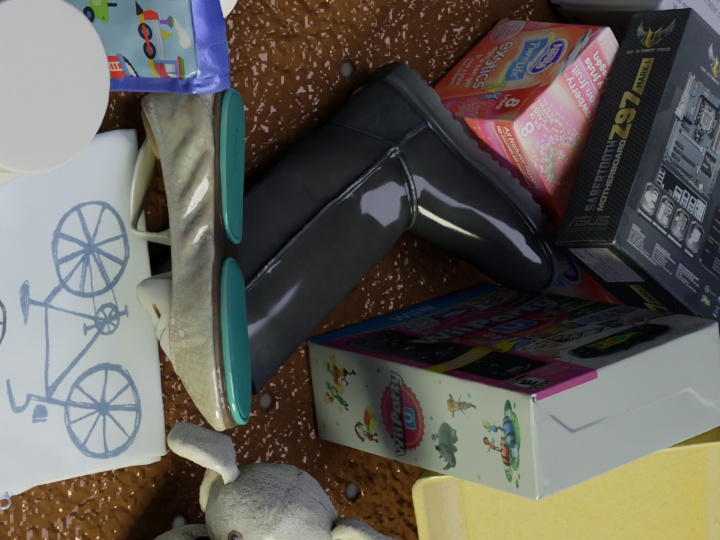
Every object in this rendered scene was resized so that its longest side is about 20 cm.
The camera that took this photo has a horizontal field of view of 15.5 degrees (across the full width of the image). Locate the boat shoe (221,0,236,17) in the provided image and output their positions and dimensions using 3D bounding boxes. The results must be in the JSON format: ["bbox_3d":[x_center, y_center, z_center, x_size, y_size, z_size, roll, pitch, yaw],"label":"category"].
[{"bbox_3d":[-0.103,-0.231,1.401,0.068,0.072,0.201,-10,103,-49],"label":"boat shoe"}]

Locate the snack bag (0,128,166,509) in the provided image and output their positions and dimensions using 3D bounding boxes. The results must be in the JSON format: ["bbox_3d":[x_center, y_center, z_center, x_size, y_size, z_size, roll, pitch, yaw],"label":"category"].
[{"bbox_3d":[-0.193,0.031,1.406,0.199,0.021,0.190,-13,103,-37],"label":"snack bag"}]

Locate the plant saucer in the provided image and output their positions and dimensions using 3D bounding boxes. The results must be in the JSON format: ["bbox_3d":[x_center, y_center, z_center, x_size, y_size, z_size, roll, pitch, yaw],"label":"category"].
[{"bbox_3d":[0.134,0.150,1.573,0.199,0.049,0.200,-8,141,1],"label":"plant saucer"}]

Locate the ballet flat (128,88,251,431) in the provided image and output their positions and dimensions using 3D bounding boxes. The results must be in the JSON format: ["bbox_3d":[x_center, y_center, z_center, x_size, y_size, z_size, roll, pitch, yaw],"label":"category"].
[{"bbox_3d":[-0.092,-0.006,1.418,0.067,0.062,0.201,60,27,-67],"label":"ballet flat"}]

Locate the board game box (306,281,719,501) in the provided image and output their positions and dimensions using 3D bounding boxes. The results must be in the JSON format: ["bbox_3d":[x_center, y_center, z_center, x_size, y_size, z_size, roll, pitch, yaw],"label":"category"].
[{"bbox_3d":[0.087,0.064,1.516,0.147,0.200,0.065,-17,106,-35],"label":"board game box"}]

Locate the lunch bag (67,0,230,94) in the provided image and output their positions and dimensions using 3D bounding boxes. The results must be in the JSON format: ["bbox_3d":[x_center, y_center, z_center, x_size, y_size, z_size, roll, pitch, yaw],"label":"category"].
[{"bbox_3d":[-0.123,-0.167,1.319,0.094,0.200,0.151,-16,106,-36],"label":"lunch bag"}]

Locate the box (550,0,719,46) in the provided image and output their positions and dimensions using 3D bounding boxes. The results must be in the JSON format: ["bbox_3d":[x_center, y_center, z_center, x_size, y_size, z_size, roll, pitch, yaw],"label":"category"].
[{"bbox_3d":[0.247,-0.195,1.668,0.184,0.105,0.201,40,73,-34],"label":"box"}]

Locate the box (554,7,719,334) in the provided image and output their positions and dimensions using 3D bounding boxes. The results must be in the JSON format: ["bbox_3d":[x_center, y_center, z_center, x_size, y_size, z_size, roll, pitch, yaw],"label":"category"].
[{"bbox_3d":[0.210,-0.036,1.565,0.200,0.051,0.158,37,64,-38],"label":"box"}]

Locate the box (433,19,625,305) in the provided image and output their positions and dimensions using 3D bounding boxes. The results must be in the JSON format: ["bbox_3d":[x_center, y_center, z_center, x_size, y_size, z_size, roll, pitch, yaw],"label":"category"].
[{"bbox_3d":[0.131,-0.043,1.600,0.095,0.102,0.200,-45,122,-25],"label":"box"}]

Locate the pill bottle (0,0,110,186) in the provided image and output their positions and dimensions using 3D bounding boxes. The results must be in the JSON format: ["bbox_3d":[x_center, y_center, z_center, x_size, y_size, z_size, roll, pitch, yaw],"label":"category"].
[{"bbox_3d":[-0.207,-0.095,1.263,0.112,0.200,0.113,-6,100,-37],"label":"pill bottle"}]

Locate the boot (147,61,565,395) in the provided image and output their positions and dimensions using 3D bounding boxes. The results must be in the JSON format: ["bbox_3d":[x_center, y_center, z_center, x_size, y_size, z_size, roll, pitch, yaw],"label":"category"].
[{"bbox_3d":[-0.001,-0.001,1.501,0.165,0.066,0.200,47,60,2],"label":"boot"}]

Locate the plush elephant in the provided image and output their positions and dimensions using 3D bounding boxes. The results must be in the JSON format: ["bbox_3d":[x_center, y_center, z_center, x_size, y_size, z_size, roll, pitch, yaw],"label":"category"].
[{"bbox_3d":[-0.059,0.172,1.437,0.155,0.164,0.200,96,17,-57],"label":"plush elephant"}]
